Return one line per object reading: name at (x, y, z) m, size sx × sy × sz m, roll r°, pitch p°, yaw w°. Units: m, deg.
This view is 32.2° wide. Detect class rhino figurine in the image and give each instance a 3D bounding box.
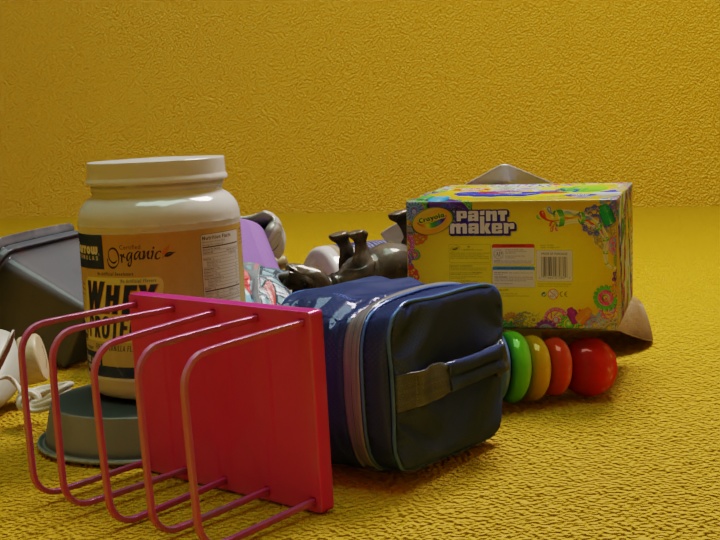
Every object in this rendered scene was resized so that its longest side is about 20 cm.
rhino figurine at (0.000, 0.000, 1.313) m, size 0.198 × 0.088 × 0.060 m, roll -20°, pitch 10°, yaw -17°

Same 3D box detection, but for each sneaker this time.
sneaker at (-0.081, 0.056, 1.202) m, size 0.094 × 0.080 × 0.201 m, roll 1°, pitch 40°, yaw -21°
sneaker at (-0.185, -0.026, 1.500) m, size 0.198 × 0.076 × 0.081 m, roll -21°, pitch -11°, yaw -10°

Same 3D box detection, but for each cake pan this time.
cake pan at (-0.183, 0.126, 1.093) m, size 0.197 × 0.037 × 0.200 m, roll -3°, pitch 7°, yaw 0°

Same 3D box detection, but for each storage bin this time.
storage bin at (-0.357, 0.045, 1.486) m, size 0.133 × 0.147 × 0.200 m, roll 27°, pitch 15°, yaw 13°

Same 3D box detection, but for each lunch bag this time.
lunch bag at (0.038, 0.079, 0.982) m, size 0.131 × 0.138 × 0.199 m, roll 4°, pitch 10°, yaw 35°

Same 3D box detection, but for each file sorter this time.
file sorter at (-0.135, 0.100, 0.876) m, size 0.198 × 0.141 × 0.125 m, roll 4°, pitch 11°, yaw 42°

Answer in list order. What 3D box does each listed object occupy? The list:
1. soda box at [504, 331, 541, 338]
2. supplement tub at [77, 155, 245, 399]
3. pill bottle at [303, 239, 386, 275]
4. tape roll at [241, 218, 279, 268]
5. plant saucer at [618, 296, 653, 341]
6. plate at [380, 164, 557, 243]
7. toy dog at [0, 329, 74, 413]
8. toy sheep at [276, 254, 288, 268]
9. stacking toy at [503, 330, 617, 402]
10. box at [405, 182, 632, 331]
soda box at (0.166, 0.049, 1.435) m, size 0.063 × 0.069 × 0.200 m, roll -3°, pitch 7°, yaw 2°
supplement tub at (-0.174, 0.002, 1.100) m, size 0.142 × 0.203 × 0.144 m, roll -3°, pitch 7°, yaw 0°
pill bottle at (0.035, 0.016, 1.568) m, size 0.198 × 0.113 × 0.111 m, roll -7°, pitch 8°, yaw -28°
tape roll at (-0.189, 0.020, 1.418) m, size 0.198 × 0.066 × 0.200 m, roll -22°, pitch -19°, yaw -8°
plant saucer at (0.248, 0.021, 1.421) m, size 0.198 × 0.036 × 0.200 m, roll 24°, pitch 7°, yaw -3°
plate at (0.157, -0.046, 1.440) m, size 0.198 × 0.033 × 0.199 m, roll 15°, pitch -31°, yaw -42°
toy dog at (-0.358, 0.087, 1.183) m, size 0.131 × 0.097 × 0.200 m, roll -22°, pitch 12°, yaw -21°
toy sheep at (-0.188, 0.016, 1.597) m, size 0.198 × 0.139 × 0.138 m, roll -23°, pitch 10°, yaw -7°
stacking toy at (0.140, 0.089, 1.140) m, size 0.197 × 0.087 × 0.085 m, roll 2°, pitch 6°, yaw -17°
box at (0.163, -0.018, 1.235) m, size 0.197 × 0.124 × 0.192 m, roll 0°, pitch 8°, yaw 16°
